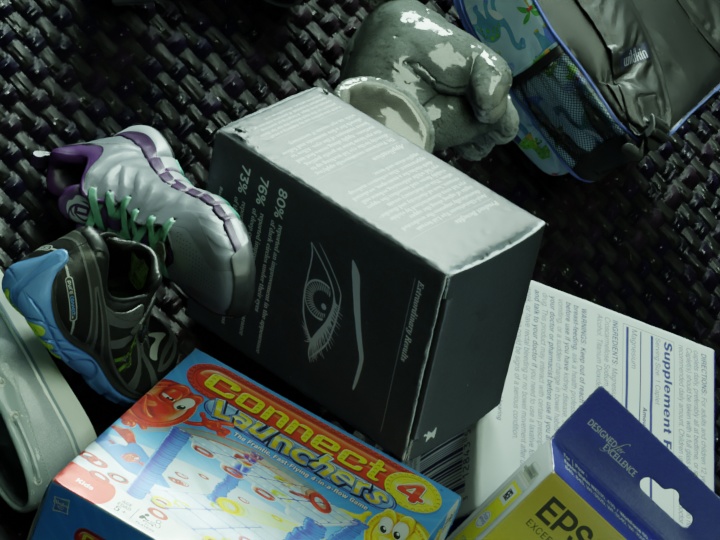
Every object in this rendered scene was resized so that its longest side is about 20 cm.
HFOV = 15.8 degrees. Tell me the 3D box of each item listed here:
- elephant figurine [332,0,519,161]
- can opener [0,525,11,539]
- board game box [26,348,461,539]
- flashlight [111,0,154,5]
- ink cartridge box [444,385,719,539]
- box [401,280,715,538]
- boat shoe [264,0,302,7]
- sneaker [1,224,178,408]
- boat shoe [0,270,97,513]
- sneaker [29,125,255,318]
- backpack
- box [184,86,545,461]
[{"bbox_3d":[0.007,-0.082,1.775,0.155,0.142,0.200,34,59,24],"label":"elephant figurine"},{"bbox_3d":[-0.215,0.180,1.520,0.063,0.079,0.200,-45,94,-3],"label":"can opener"},{"bbox_3d":[-0.066,0.151,1.551,0.199,0.056,0.196,28,30,10],"label":"board game box"},{"bbox_3d":[-0.075,-0.224,1.759,0.199,0.068,0.068,-9,56,-2],"label":"flashlight"},{"bbox_3d":[0.149,0.208,1.662,0.198,0.200,0.047,42,10,-25],"label":"ink cartridge box"},{"bbox_3d":[0.135,0.122,1.766,0.199,0.105,0.185,20,57,-26],"label":"box"},{"bbox_3d":[-0.110,-0.252,1.809,0.200,0.073,0.062,31,48,-26],"label":"boat shoe"},{"bbox_3d":[-0.147,0.026,1.577,0.071,0.083,0.200,53,1,23],"label":"sneaker"},{"bbox_3d":[-0.235,0.055,1.554,0.071,0.070,0.201,-36,93,-45],"label":"boat shoe"},{"bbox_3d":[-0.138,-0.024,1.629,0.087,0.075,0.200,-7,30,-27],"label":"sneaker"},{"bbox_3d":[0.162,-0.181,1.918,0.183,0.147,0.200,-40,96,-41],"label":"backpack"},{"bbox_3d":[0.000,0.000,1.647,0.200,0.149,0.104,33,38,27],"label":"box"}]
